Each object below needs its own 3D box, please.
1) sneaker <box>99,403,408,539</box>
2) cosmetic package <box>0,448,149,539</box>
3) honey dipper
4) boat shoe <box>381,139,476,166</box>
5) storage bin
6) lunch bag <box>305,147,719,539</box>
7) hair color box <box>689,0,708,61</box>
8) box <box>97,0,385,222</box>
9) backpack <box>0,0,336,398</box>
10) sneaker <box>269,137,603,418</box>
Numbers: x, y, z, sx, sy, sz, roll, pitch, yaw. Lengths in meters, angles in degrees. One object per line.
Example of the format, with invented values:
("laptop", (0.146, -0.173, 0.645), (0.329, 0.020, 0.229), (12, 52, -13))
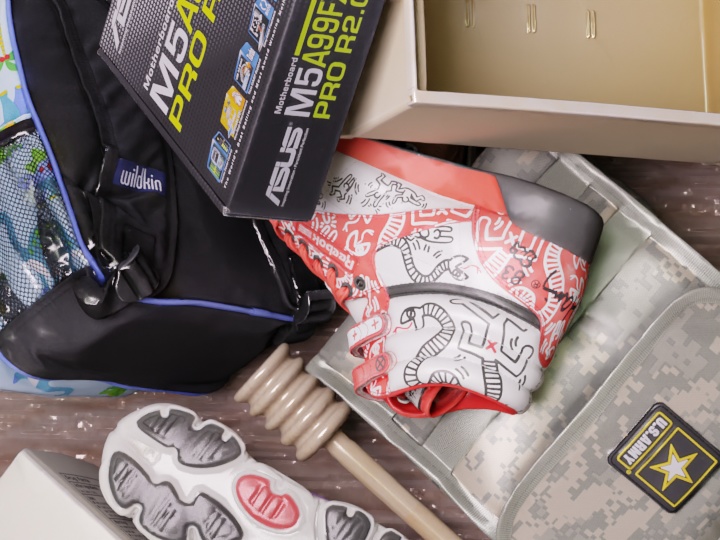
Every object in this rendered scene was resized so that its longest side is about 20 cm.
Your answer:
("sneaker", (-0.034, 0.134, 1.260), (0.200, 0.083, 0.081), (40, 86, 8))
("cosmetic package", (-0.100, 0.184, 1.257), (0.200, 0.103, 0.087), (40, 94, 19))
("honey dipper", (0.024, 0.115, 1.242), (0.200, 0.038, 0.038), (43, 95, 1))
("boat shoe", (0.020, -0.083, 1.228), (0.072, 0.068, 0.201), (20, 108, 18))
("storage bin", (0.092, -0.152, 1.137), (0.199, 0.094, 0.199), (3, 79, -23))
("lunch bag", (0.104, 0.052, 1.209), (0.200, 0.118, 0.164), (42, 96, 16))
("hair color box", (0.086, -0.150, 1.273), (0.199, 0.061, 0.099), (20, 88, 18))
("box", (-0.042, -0.145, 1.111), (0.160, 0.044, 0.201), (50, 128, 49))
("backpack", (-0.134, -0.040, 1.258), (0.147, 0.183, 0.201), (-32, 68, 30))
("sneaker", (0.000, 0.000, 1.159), (0.201, 0.067, 0.108), (16, 81, 24))
